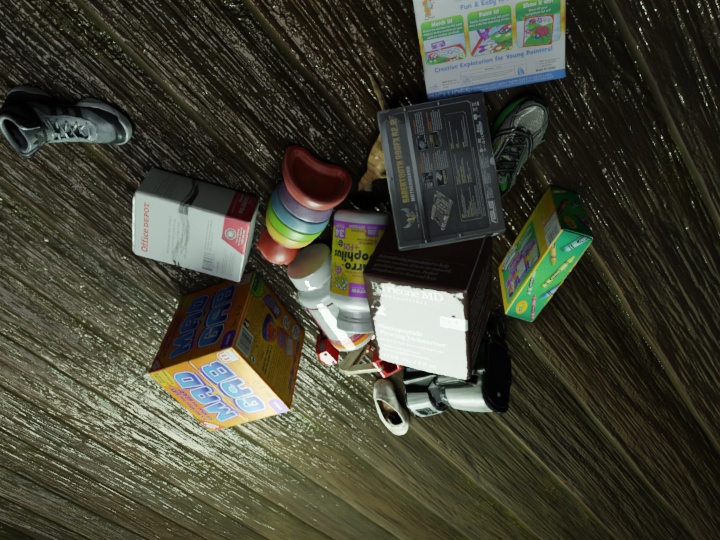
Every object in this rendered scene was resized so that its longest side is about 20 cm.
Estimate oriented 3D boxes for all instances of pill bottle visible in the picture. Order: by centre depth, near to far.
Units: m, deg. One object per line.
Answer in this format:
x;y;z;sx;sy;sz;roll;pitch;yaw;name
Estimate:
0.000;0.000;0.986;0.102;0.104;0.204;4;98;2;pill bottle
-0.052;0.052;1.094;0.108;0.111;0.201;-18;127;20;pill bottle

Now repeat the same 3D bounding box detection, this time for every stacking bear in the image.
-0.114;-0.089;0.984;0.120;0.115;0.201;24;134;-15;stacking bear

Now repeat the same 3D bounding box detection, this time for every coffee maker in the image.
0.200;0.202;1.181;0.198;0.193;0.135;-12;125;39;coffee maker

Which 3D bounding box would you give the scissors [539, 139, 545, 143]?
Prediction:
0.206;-0.161;0.946;0.196;0.014;0.074;-13;121;13;scissors

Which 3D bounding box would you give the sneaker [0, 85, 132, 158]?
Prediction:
-0.469;-0.218;0.897;0.196;0.115;0.076;13;132;-6;sneaker

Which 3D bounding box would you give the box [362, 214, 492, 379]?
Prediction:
0.116;0.035;0.925;0.163;0.165;0.202;9;136;22;box

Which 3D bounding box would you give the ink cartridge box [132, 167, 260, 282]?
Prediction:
-0.292;-0.079;1.021;0.197;0.084;0.146;16;132;-7;ink cartridge box

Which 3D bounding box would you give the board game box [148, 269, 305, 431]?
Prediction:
-0.255;0.163;1.153;0.197;0.202;0.201;-19;127;21;board game box

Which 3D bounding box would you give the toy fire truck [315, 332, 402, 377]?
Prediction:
-0.009;0.164;1.167;0.198;0.142;0.049;-23;126;24;toy fire truck

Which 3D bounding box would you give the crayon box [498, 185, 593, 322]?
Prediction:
0.308;-0.026;0.982;0.057;0.120;0.202;15;132;-8;crayon box

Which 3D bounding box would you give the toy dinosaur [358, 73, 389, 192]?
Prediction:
0.041;-0.191;0.905;0.104;0.061;0.202;13;131;-4;toy dinosaur

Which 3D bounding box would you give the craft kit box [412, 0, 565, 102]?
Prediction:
0.171;-0.342;0.770;0.196;0.049;0.199;-6;133;11;craft kit box

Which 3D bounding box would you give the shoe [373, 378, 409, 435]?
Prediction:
0.070;0.340;1.373;0.069;0.054;0.202;-11;129;15;shoe

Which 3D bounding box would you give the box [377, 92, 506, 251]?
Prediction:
0.115;-0.140;0.836;0.155;0.048;0.204;-10;87;3;box

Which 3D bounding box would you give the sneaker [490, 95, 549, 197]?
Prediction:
0.226;-0.168;0.879;0.077;0.086;0.202;21;122;-8;sneaker
